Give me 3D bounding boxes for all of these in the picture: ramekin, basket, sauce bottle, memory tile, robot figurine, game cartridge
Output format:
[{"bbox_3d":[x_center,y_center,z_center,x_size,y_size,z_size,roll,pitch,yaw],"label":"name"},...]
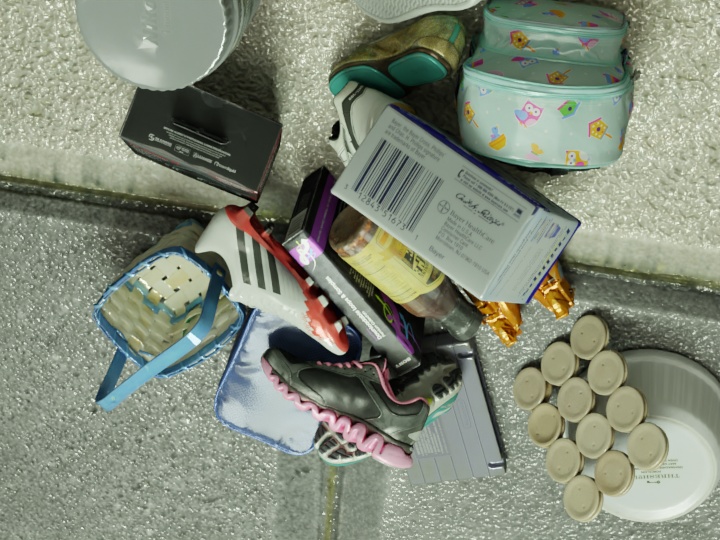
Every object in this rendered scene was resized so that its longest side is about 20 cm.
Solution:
[{"bbox_3d":[0.328,0.198,1.586,0.199,0.095,0.205,5,123,8],"label":"ramekin"},{"bbox_3d":[-0.211,0.050,1.530,0.175,0.201,0.139,-33,111,28],"label":"basket"},{"bbox_3d":[0.053,0.005,1.458,0.066,0.067,0.199,-33,127,27],"label":"sauce bottle"},{"bbox_3d":[0.252,0.163,1.533,0.017,0.201,0.153,15,130,-41],"label":"memory tile"},{"bbox_3d":[0.142,-0.018,1.505,0.144,0.058,0.200,-31,112,24],"label":"robot figurine"},{"bbox_3d":[0.093,0.166,1.650,0.128,0.039,0.202,-6,121,19],"label":"game cartridge"}]

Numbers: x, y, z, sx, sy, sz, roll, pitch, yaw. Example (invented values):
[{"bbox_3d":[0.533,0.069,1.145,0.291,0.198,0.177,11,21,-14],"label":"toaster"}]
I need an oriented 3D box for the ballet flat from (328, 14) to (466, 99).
[{"bbox_3d":[0.040,-0.212,1.383,0.071,0.071,0.199,48,154,-19],"label":"ballet flat"}]

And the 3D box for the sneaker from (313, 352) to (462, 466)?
[{"bbox_3d":[0.036,0.170,1.548,0.078,0.198,0.080,47,147,31],"label":"sneaker"}]

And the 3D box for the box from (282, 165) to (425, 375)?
[{"bbox_3d":[0.000,0.000,1.493,0.036,0.144,0.200,-33,111,24],"label":"box"}]

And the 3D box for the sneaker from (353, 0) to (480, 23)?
[{"bbox_3d":[0.078,-0.292,1.336,0.199,0.118,0.075,14,126,46],"label":"sneaker"}]

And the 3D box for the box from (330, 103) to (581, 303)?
[{"bbox_3d":[0.099,-0.061,1.345,0.183,0.200,0.106,36,99,17],"label":"box"}]

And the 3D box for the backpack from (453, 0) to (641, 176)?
[{"bbox_3d":[0.176,-0.175,1.312,0.173,0.201,0.155,9,119,6],"label":"backpack"}]

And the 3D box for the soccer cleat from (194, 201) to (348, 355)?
[{"bbox_3d":[-0.091,0.019,1.456,0.085,0.069,0.200,-40,92,12],"label":"soccer cleat"}]

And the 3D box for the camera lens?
[{"bbox_3d":[-0.172,-0.280,1.313,0.157,0.201,0.162,5,123,7],"label":"camera lens"}]

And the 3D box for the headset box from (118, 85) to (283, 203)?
[{"bbox_3d":[-0.159,-0.134,1.404,0.147,0.200,0.078,22,89,-4],"label":"headset box"}]

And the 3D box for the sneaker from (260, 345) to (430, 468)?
[{"bbox_3d":[-0.012,0.125,1.466,0.199,0.079,0.096,31,92,12],"label":"sneaker"}]

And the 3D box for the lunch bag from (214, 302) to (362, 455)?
[{"bbox_3d":[-0.080,0.102,1.579,0.134,0.133,0.202,25,111,-6],"label":"lunch bag"}]

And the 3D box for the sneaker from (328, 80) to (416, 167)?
[{"bbox_3d":[0.010,-0.124,1.448,0.087,0.076,0.201,33,151,19],"label":"sneaker"}]
